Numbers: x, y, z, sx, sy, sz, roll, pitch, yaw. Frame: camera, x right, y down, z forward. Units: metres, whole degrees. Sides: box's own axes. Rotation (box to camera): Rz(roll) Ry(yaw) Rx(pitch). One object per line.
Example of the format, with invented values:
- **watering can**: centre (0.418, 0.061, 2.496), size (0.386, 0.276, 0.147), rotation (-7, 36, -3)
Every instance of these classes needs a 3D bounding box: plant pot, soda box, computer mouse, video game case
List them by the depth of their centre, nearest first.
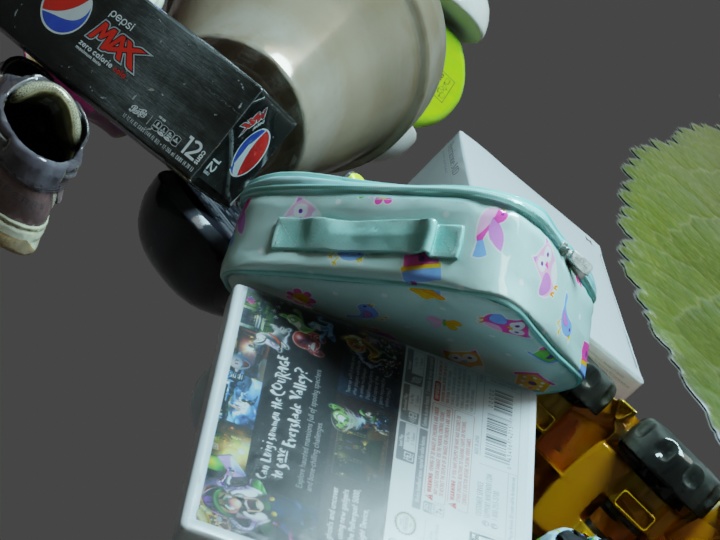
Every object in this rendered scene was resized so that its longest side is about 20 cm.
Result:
- **video game case**: centre (0.003, 0.101, 1.106), size (0.181, 0.023, 0.200), rotation (20, 35, -8)
- **soda box**: centre (-0.136, -0.124, 1.254), size (0.200, 0.071, 0.063), rotation (39, -1, 22)
- **computer mouse**: centre (-0.082, 0.000, 1.313), size (0.139, 0.053, 0.200), rotation (52, 7, 24)
- **plant pot**: centre (-0.062, -0.135, 1.441), size (0.200, 0.200, 0.174), rotation (44, 33, -4)

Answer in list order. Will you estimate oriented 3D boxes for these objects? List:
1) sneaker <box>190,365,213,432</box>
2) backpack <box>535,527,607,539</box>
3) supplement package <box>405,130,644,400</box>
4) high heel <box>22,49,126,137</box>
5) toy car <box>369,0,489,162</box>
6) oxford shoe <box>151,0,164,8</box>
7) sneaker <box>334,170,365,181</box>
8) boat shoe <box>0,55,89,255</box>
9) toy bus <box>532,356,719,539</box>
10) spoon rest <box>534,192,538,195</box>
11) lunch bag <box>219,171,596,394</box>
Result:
- **sneaker**: centre (-0.027, 0.093, 1.226), size (0.200, 0.073, 0.071), rotation (23, -1, -41)
- **backpack**: centre (0.122, 0.235, 1.140), size (0.163, 0.154, 0.201), rotation (24, 50, -40)
- **supplement package**: centre (0.099, 0.021, 1.547), size (0.156, 0.111, 0.200), rotation (38, 20, -21)
- **high heel**: centre (-0.200, -0.181, 1.390), size (0.096, 0.067, 0.200), rotation (37, 21, -56)
- **toy car**: centre (-0.009, -0.193, 1.736), size (0.200, 0.175, 0.150), rotation (38, -16, -21)
- **oxford shoe**: centre (-0.197, -0.227, 1.491), size (0.058, 0.075, 0.200), rotation (34, 14, -48)
- **sneaker**: centre (0.000, 0.000, 1.409), size (0.081, 0.074, 0.200), rotation (59, 5, 13)
- **boat shoe**: centre (-0.187, -0.078, 1.218), size (0.072, 0.065, 0.200), rotation (36, 20, -18)
- **toy bus**: centre (0.137, 0.131, 1.397), size (0.200, 0.136, 0.192), rotation (44, 6, 4)
- **spoon rest**: centre (0.157, -0.033, 1.860), size (0.099, 0.061, 0.200), rotation (52, 21, 18)
- **lunch bag**: centre (0.031, 0.005, 1.202), size (0.160, 0.199, 0.077), rotation (50, 50, -53)
